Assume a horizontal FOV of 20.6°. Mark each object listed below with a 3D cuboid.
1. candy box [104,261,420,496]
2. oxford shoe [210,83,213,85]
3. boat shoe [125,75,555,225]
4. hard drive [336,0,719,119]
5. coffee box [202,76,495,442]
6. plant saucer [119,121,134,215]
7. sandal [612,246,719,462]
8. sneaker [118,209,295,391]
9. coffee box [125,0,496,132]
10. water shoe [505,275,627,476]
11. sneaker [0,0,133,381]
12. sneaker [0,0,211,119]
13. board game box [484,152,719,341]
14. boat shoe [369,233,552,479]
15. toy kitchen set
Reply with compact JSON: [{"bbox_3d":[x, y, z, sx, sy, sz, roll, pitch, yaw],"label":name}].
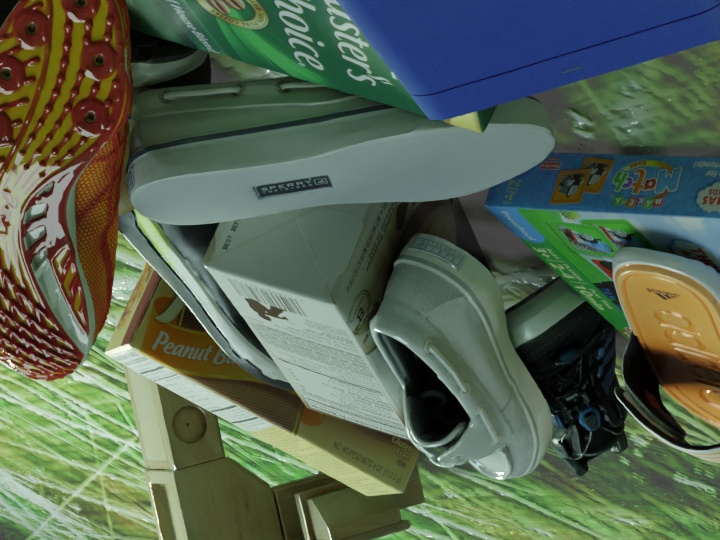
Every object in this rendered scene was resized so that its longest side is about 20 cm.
[{"bbox_3d":[-0.043,0.044,1.223,0.199,0.116,0.055,30,160,-18],"label":"candy box"},{"bbox_3d":[-0.164,-0.101,1.047,0.199,0.072,0.071,20,160,6],"label":"oxford shoe"},{"bbox_3d":[-0.011,-0.068,0.923,0.198,0.066,0.072,-9,156,8],"label":"boat shoe"},{"bbox_3d":[0.041,-0.130,0.699,0.131,0.026,0.200,-15,145,22],"label":"hard drive"},{"bbox_3d":[0.000,0.000,1.053,0.079,0.114,0.200,16,161,22],"label":"coffee box"},{"bbox_3d":[-0.196,-0.067,1.005,0.199,0.036,0.200,18,164,5],"label":"plant saucer"},{"bbox_3d":[0.158,0.055,0.976,0.079,0.060,0.207,13,161,31],"label":"sandal"},{"bbox_3d":[-0.063,-0.012,1.123,0.083,0.072,0.200,-34,116,23],"label":"sneaker"},{"bbox_3d":[-0.036,-0.129,0.848,0.199,0.044,0.123,18,160,16],"label":"coffee box"},{"bbox_3d":[0.123,0.060,1.100,0.079,0.071,0.200,58,-179,19],"label":"water shoe"},{"bbox_3d":[-0.142,-0.049,0.913,0.072,0.077,0.201,12,118,-1],"label":"sneaker"},{"bbox_3d":[-0.164,-0.115,0.980,0.199,0.074,0.080,18,148,17],"label":"sneaker"},{"bbox_3d":[0.179,-0.003,0.944,0.199,0.037,0.151,4,153,45],"label":"board game box"},{"bbox_3d":[0.049,0.063,1.022,0.072,0.069,0.200,26,157,24],"label":"boat shoe"},{"bbox_3d":[-0.053,0.123,1.530,0.199,0.182,0.163,-12,180,-24],"label":"toy kitchen set"}]
